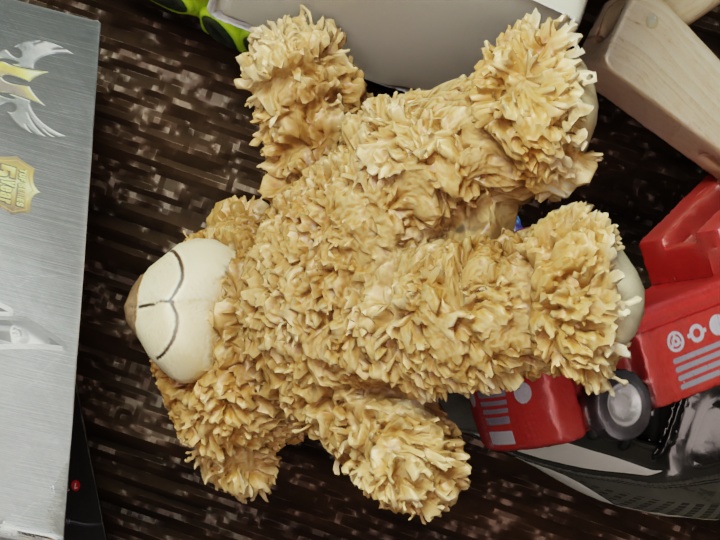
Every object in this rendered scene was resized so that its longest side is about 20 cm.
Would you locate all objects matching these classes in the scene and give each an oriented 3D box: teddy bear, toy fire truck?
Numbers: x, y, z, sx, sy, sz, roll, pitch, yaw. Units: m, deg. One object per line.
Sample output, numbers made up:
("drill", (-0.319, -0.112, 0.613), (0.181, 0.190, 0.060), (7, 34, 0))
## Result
("teddy bear", (0.000, 0.000, 0.801), (0.067, 0.199, 0.146), (-12, 101, -42))
("toy fire truck", (0.106, -0.037, 0.871), (0.199, 0.049, 0.142), (-18, 93, -29))

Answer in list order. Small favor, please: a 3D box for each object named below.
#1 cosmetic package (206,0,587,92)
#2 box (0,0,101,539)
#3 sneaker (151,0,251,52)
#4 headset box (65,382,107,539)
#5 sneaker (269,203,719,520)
("cosmetic package", (0.037, -0.158, 0.853), (0.103, 0.087, 0.201), (19, 70, -5))
("box", (-0.160, -0.007, 0.835), (0.158, 0.201, 0.048), (14, 138, -16))
("sneaker", (-0.067, -0.137, 0.912), (0.199, 0.074, 0.084), (32, 68, 2))
("headset box", (-0.151, 0.120, 0.887), (0.148, 0.077, 0.201), (-14, 96, -34))
("sneaker", (0.056, 0.031, 0.903), (0.199, 0.091, 0.067), (25, 95, -1))
